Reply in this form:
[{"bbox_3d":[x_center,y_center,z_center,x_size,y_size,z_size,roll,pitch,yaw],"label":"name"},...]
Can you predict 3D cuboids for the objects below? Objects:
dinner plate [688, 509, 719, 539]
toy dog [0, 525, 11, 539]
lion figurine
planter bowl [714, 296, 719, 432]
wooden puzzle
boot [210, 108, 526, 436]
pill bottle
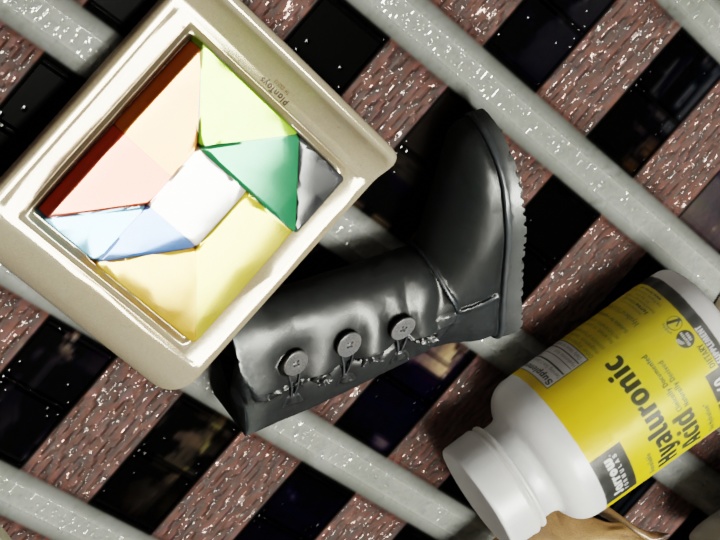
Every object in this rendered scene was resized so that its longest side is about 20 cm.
[{"bbox_3d":[0.341,0.173,1.776,0.200,0.200,0.024,-12,92,-29],"label":"dinner plate"},{"bbox_3d":[-0.298,0.191,1.361,0.200,0.140,0.194,-37,173,-9],"label":"toy dog"},{"bbox_3d":[0.107,0.208,1.673,0.200,0.123,0.072,-38,163,-17],"label":"lion figurine"},{"bbox_3d":[0.357,0.075,1.724,0.200,0.135,0.200,-19,131,-23],"label":"planter bowl"},{"bbox_3d":[-0.097,-0.043,1.356,0.200,0.037,0.185,-45,127,4],"label":"wooden puzzle"},{"bbox_3d":[0.000,0.001,1.469,0.200,0.066,0.165,-17,124,-15],"label":"boot"},{"bbox_3d":[0.158,0.097,1.614,0.200,0.111,0.111,-35,136,-8],"label":"pill bottle"}]
